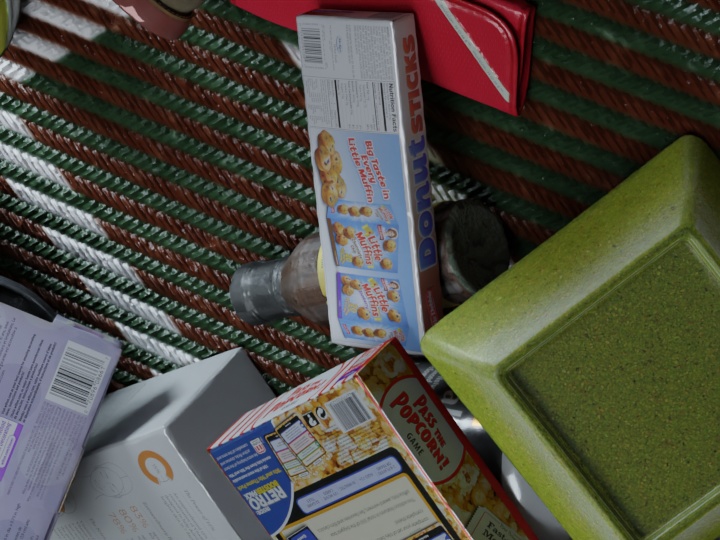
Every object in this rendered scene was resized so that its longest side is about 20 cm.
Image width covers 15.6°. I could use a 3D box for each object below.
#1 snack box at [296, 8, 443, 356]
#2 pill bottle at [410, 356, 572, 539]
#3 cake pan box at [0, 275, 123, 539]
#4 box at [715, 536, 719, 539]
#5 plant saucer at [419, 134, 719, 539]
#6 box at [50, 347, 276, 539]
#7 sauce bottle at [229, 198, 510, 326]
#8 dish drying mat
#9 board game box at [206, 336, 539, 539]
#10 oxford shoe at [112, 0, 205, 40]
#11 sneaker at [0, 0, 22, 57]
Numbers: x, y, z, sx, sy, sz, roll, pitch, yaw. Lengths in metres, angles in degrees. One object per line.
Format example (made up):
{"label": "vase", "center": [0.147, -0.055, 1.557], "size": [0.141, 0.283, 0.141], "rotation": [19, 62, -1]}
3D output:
{"label": "snack box", "center": [0.006, -0.051, 1.530], "size": [0.072, 0.024, 0.201], "rotation": [7, 111, 36]}
{"label": "pill bottle", "center": [0.087, 0.112, 1.604], "size": [0.199, 0.116, 0.117], "rotation": [1, 124, 37]}
{"label": "cake pan box", "center": [-0.273, 0.100, 1.746], "size": [0.183, 0.201, 0.052], "rotation": [21, -177, -6]}
{"label": "box", "center": [0.251, 0.253, 1.603], "size": [0.147, 0.104, 0.201], "rotation": [-8, 119, 41]}
{"label": "plant saucer", "center": [0.168, 0.063, 1.467], "size": [0.199, 0.048, 0.200], "rotation": [-37, 100, 11]}
{"label": "box", "center": [-0.135, 0.149, 1.822], "size": [0.199, 0.098, 0.125], "rotation": [-19, 110, 46]}
{"label": "sauce bottle", "center": [0.000, 0.000, 1.617], "size": [0.199, 0.065, 0.065], "rotation": [-9, 118, 42]}
{"label": "dish drying mat", "center": [0.008, -0.152, 1.517], "size": [0.199, 0.018, 0.077], "rotation": [22, 136, 22]}
{"label": "board game box", "center": [0.020, 0.154, 1.566], "size": [0.151, 0.046, 0.201], "rotation": [-27, 100, 45]}
{"label": "oxford shoe", "center": [-0.155, -0.231, 1.558], "size": [0.200, 0.070, 0.075], "rotation": [46, 110, 3]}
{"label": "sneaker", "center": [-0.283, -0.208, 1.643], "size": [0.078, 0.090, 0.201], "rotation": [-1, 125, 36]}
